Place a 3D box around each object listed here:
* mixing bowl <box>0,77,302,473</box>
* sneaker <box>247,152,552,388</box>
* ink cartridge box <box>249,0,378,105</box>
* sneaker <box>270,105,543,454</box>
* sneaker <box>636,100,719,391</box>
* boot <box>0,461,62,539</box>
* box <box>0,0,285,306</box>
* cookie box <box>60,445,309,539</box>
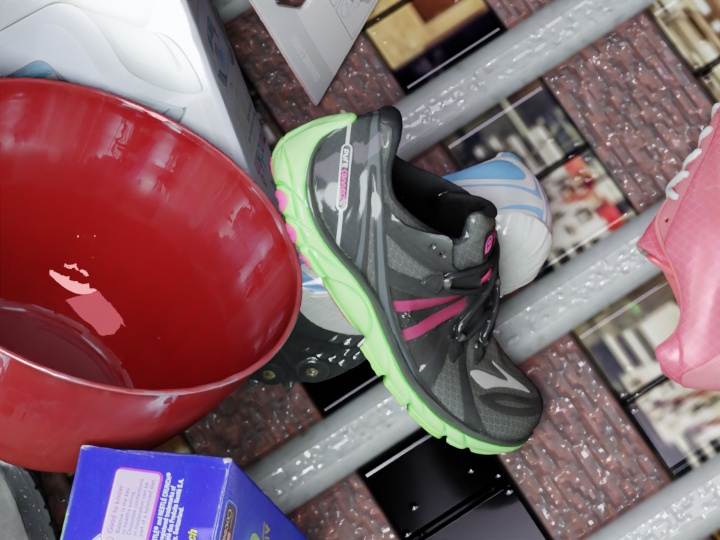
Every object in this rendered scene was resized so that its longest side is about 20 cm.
[{"bbox_3d":[-0.138,0.017,1.276,0.200,0.108,0.200,17,38,-14],"label":"mixing bowl"},{"bbox_3d":[0.000,0.000,1.394,0.200,0.072,0.072,-20,35,10],"label":"sneaker"},{"bbox_3d":[-0.016,-0.201,1.394,0.045,0.200,0.176,29,78,24],"label":"ink cartridge box"},{"bbox_3d":[0.036,0.008,1.313,0.084,0.200,0.077,-28,30,13],"label":"sneaker"},{"bbox_3d":[0.175,-0.035,1.358,0.087,0.074,0.200,-3,69,13],"label":"sneaker"},{"bbox_3d":[-0.206,0.136,1.345,0.132,0.070,0.200,-30,92,-1],"label":"boot"},{"bbox_3d":[-0.158,-0.068,1.384,0.200,0.097,0.177,-17,107,7],"label":"box"},{"bbox_3d":[-0.079,0.188,1.260,0.075,0.200,0.171,6,71,17],"label":"cookie box"}]
